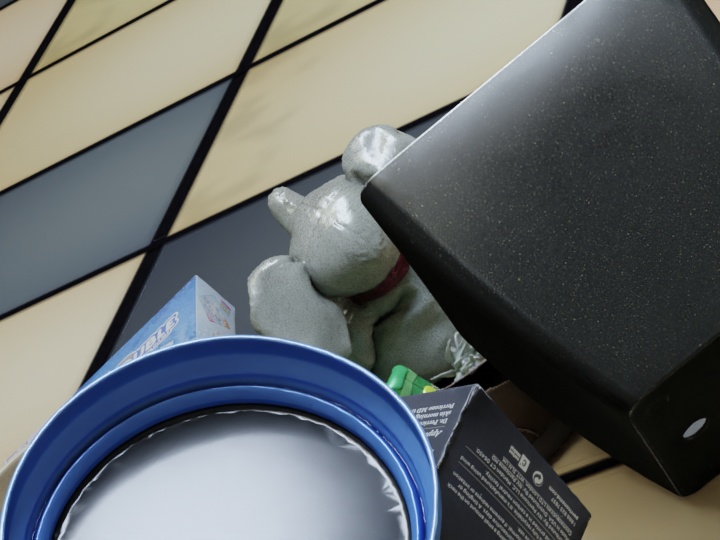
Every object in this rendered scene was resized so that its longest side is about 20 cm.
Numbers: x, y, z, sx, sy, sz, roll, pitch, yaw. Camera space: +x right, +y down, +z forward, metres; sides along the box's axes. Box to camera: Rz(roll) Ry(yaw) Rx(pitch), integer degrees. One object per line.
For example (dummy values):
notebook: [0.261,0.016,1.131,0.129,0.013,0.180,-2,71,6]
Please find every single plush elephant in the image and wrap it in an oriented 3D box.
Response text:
plush elephant: [0.000,0.000,1.580,0.165,0.155,0.200,-45,24,-13]

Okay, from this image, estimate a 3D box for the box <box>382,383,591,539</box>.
box: [-0.018,0.167,1.240,0.199,0.104,0.182,-12,39,44]

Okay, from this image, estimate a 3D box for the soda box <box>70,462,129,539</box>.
soda box: [-0.131,0.193,1.167,0.064,0.068,0.201,-21,42,34]

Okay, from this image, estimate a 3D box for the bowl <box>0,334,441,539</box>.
bowl: [-0.061,0.119,1.136,0.200,0.039,0.201,-4,50,5]

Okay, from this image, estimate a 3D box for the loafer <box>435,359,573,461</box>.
loafer: [0.120,0.035,1.449,0.200,0.071,0.073,-48,25,-19]

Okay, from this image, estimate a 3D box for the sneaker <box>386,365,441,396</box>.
sneaker: [-0.023,0.103,1.519,0.200,0.084,0.074,-27,26,35]

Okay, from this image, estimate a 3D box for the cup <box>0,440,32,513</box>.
cup: [-0.137,0.186,1.470,0.200,0.143,0.201,-31,25,17]

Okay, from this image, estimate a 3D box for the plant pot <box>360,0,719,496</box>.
plant pot: [0.151,-0.004,1.304,0.199,0.200,0.178,-39,60,0]

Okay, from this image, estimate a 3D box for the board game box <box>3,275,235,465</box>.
board game box: [-0.161,0.122,1.658,0.200,0.043,0.199,-44,20,15]
